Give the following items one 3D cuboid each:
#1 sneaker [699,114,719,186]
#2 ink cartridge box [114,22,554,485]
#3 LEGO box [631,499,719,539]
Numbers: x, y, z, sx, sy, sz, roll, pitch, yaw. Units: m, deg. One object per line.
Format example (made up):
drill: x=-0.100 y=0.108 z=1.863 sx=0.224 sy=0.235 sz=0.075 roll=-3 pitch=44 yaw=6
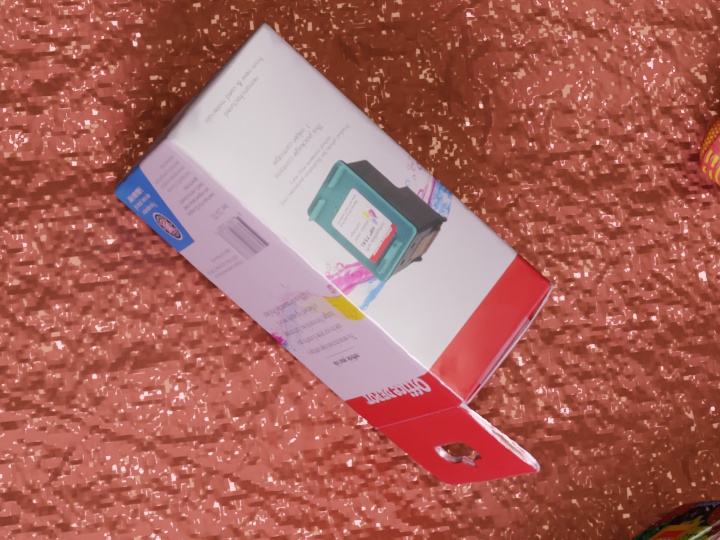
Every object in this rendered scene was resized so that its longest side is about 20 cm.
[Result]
sneaker: x=0.224 y=-0.110 z=0.982 sx=0.200 sy=0.073 sz=0.077 roll=-40 pitch=72 yaw=-22
ink cartridge box: x=0.000 y=0.000 z=0.861 sx=0.200 sy=0.116 sz=0.067 roll=42 pitch=72 yaw=-8
LEGO box: x=0.149 y=0.223 z=0.893 sx=0.148 sy=0.077 sz=0.201 roll=-29 pitch=91 yaw=-19
